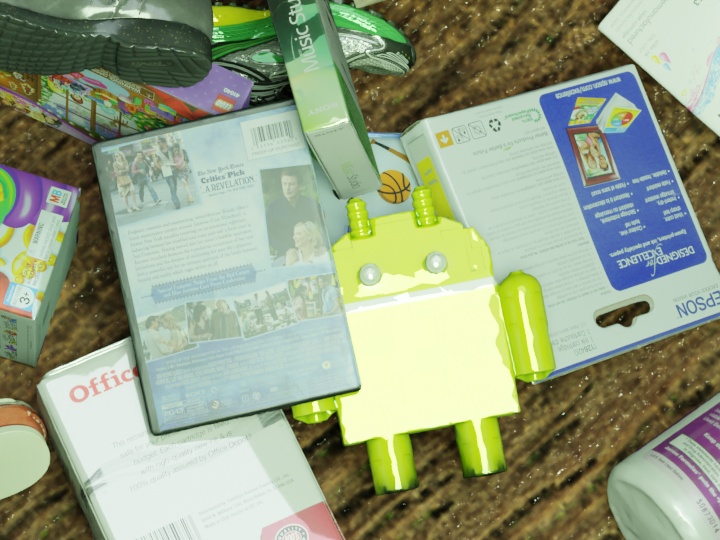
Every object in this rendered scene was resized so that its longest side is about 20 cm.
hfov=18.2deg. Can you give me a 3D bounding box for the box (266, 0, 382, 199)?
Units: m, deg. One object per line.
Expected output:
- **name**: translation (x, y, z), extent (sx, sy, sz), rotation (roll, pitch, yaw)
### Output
- **box**: translation (-0.036, -0.162, 1.524), extent (0.036, 0.144, 0.201), rotation (-19, 72, 4)

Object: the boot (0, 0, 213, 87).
- **boot**: translation (-0.189, -0.199, 1.498), extent (0.199, 0.070, 0.132), rotation (9, 64, -16)

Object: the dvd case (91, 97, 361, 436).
- **dvd case**: translation (-0.089, -0.003, 1.481), extent (0.142, 0.018, 0.201), rotation (-13, 84, -1)

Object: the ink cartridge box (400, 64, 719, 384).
- **ink cartridge box**: translation (0.150, -0.033, 1.602), extent (0.197, 0.047, 0.201), rotation (-16, 83, -32)

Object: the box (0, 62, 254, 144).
- **box**: translation (-0.177, -0.129, 1.575), extent (0.199, 0.137, 0.039), rotation (25, 68, 2)

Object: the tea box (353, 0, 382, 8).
- **tea box**: translation (0.069, -0.317, 1.620), extent (0.200, 0.133, 0.198), rotation (-24, 94, -41)

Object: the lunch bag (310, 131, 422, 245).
- **lunch bag**: translation (0.000, 0.000, 1.586), extent (0.159, 0.076, 0.201), rotation (4, 69, -11)

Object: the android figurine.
- **android figurine**: translation (0.036, 0.045, 1.507), extent (0.181, 0.041, 0.201), rotation (-9, 85, -3)

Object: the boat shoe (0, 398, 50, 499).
- **boat shoe**: translation (-0.307, 0.135, 1.501), extent (0.199, 0.071, 0.063), rotation (-17, 31, -11)

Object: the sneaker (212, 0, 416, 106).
- **sneaker**: translation (-0.058, -0.148, 1.640), extent (0.199, 0.078, 0.086), rotation (-3, 77, 1)

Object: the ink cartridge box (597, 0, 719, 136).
- **ink cartridge box**: translation (0.290, -0.158, 1.661), extent (0.200, 0.067, 0.117), rotation (42, 103, 8)

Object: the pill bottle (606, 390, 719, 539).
- **pill bottle**: translation (0.278, 0.131, 1.554), extent (0.200, 0.112, 0.112), rotation (-33, 77, -17)

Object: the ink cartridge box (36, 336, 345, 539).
- **ink cartridge box**: translation (-0.113, 0.143, 1.511), extent (0.146, 0.083, 0.201), rotation (-23, 75, -15)

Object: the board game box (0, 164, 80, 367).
- **board game box**: translation (-0.302, -0.023, 1.535), extent (0.199, 0.105, 0.103), rotation (17, 68, -2)
